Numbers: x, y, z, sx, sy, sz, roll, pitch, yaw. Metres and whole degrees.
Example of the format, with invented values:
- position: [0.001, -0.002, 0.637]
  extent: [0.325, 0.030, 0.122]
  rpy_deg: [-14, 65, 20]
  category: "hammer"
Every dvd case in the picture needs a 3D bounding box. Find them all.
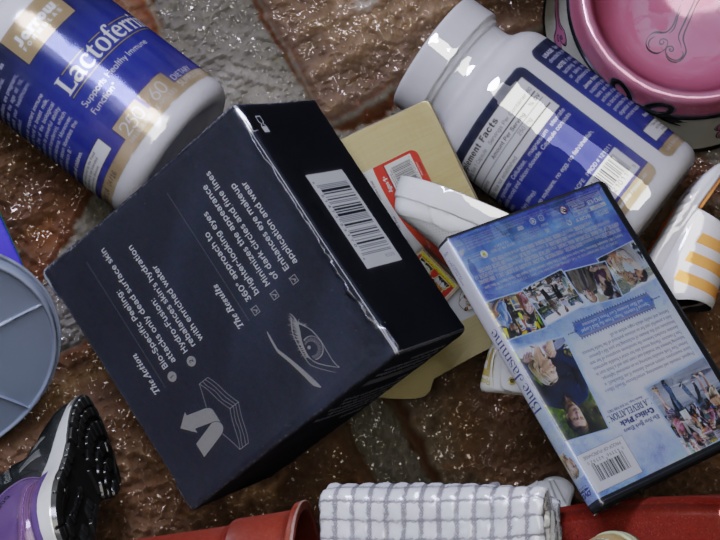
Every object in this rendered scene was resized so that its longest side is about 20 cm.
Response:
- position: [0.154, 0.045, 1.392]
  extent: [0.142, 0.018, 0.201]
  rpy_deg: [-20, 72, -34]
  category: "dvd case"

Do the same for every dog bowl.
- position: [0.236, -0.192, 1.572]
  extent: [0.199, 0.074, 0.201]
  rpy_deg: [0, 78, -2]
  category: "dog bowl"

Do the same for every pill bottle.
- position: [-0.205, -0.141, 1.523]
  extent: [0.200, 0.116, 0.116]
  rpy_deg: [37, 80, 7]
  category: "pill bottle"
- position: [0.128, -0.097, 1.527]
  extent: [0.200, 0.116, 0.116]
  rpy_deg: [38, 80, 7]
  category: "pill bottle"

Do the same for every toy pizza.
- position: [-0.303, 0.056, 1.465]
  extent: [0.199, 0.201, 0.032]
  rpy_deg: [-22, 44, -6]
  category: "toy pizza"

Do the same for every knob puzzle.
- position: [0.000, 0.000, 1.529]
  extent: [0.218, 0.030, 0.221]
  rpy_deg: [1, 101, 7]
  category: "knob puzzle"

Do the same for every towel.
- position: [0.053, 0.234, 1.372]
  extent: [0.165, 0.086, 0.201]
  rpy_deg: [-4, 82, 20]
  category: "towel"

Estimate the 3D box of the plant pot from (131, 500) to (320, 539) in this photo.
- position: [-0.126, 0.258, 1.417]
  extent: [0.194, 0.201, 0.202]
  rpy_deg: [-4, 78, 7]
  category: "plant pot"

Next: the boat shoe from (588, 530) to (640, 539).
- position: [0.147, 0.258, 1.300]
  extent: [0.076, 0.072, 0.201]
  rpy_deg: [6, 73, -37]
  category: "boat shoe"

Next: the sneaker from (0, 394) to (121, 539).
- position: [-0.220, 0.145, 1.437]
  extent: [0.087, 0.200, 0.076]
  rpy_deg: [-18, 105, 9]
  category: "sneaker"

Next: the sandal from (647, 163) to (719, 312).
- position: [0.218, 0.023, 1.528]
  extent: [0.059, 0.079, 0.207]
  rpy_deg: [30, 87, 4]
  category: "sandal"

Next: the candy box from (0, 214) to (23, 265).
- position: [-0.344, -0.043, 1.488]
  extent: [0.168, 0.077, 0.201]
  rpy_deg: [-25, 108, -7]
  category: "candy box"

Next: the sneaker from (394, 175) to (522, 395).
- position: [0.095, 0.023, 1.460]
  extent: [0.199, 0.074, 0.116]
  rpy_deg: [28, 90, 0]
  category: "sneaker"

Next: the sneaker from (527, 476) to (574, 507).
- position: [0.166, 0.227, 1.480]
  extent: [0.099, 0.078, 0.200]
  rpy_deg: [-32, 82, -12]
  category: "sneaker"

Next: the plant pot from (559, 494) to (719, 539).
- position: [0.245, 0.231, 1.384]
  extent: [0.199, 0.176, 0.201]
  rpy_deg: [1, 70, -30]
  category: "plant pot"

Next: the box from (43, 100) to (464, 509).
- position: [-0.073, 0.021, 1.456]
  extent: [0.200, 0.117, 0.197]
  rpy_deg: [-38, 79, 25]
  category: "box"
